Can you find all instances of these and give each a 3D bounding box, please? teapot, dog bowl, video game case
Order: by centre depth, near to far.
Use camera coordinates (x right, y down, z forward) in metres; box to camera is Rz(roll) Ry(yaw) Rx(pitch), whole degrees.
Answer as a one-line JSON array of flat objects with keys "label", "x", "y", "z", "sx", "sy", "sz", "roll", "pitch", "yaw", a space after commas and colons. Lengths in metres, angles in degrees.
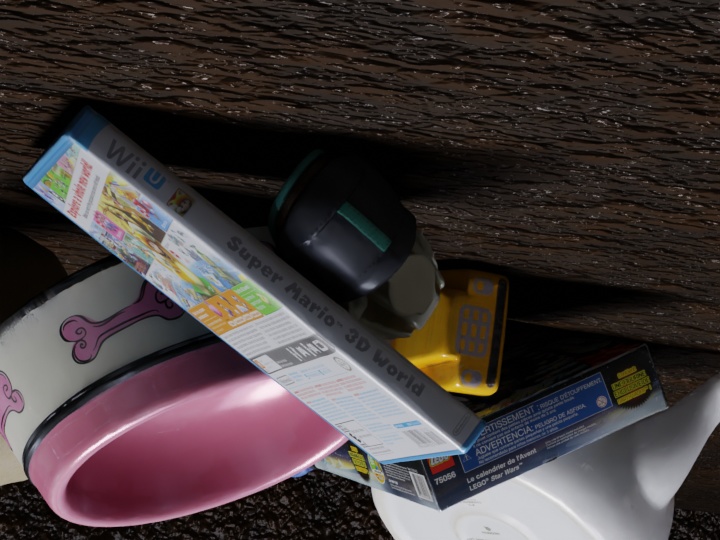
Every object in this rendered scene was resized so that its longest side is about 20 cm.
[{"label": "video game case", "x": -0.047, "y": 0.010, "z": 1.189, "sx": 0.200, "sy": 0.018, "sz": 0.143, "roll": 38, "pitch": 168, "yaw": -7}, {"label": "dog bowl", "x": -0.079, "y": 0.054, "z": 1.375, "sx": 0.200, "sy": 0.074, "sz": 0.200, "roll": -19, "pitch": 159, "yaw": -8}, {"label": "teapot", "x": 0.109, "y": 0.110, "z": 1.774, "sx": 0.200, "sy": 0.146, "sz": 0.197, "roll": 26, "pitch": 148, "yaw": 5}]

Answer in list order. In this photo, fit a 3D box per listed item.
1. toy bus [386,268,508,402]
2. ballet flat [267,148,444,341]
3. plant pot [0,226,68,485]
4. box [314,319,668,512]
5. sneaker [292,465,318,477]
[{"label": "toy bus", "x": -0.005, "y": 0.031, "z": 1.522, "sx": 0.078, "sy": 0.065, "sz": 0.200, "roll": 13, "pitch": 171, "yaw": -31}, {"label": "ballet flat", "x": 0.000, "y": 0.000, "z": 1.215, "sx": 0.073, "sy": 0.073, "sz": 0.200, "roll": 6, "pitch": 171, "yaw": 2}, {"label": "plant pot", "x": -0.246, "y": 0.047, "z": 1.454, "sx": 0.183, "sy": 0.201, "sz": 0.200, "roll": -1, "pitch": 180, "yaw": -44}, {"label": "box", "x": 0.060, "y": 0.074, "z": 1.558, "sx": 0.137, "sy": 0.040, "sz": 0.200, "roll": -23, "pitch": -170, "yaw": -17}, {"label": "sneaker", "x": -0.040, "y": 0.116, "z": 2.169, "sx": 0.075, "sy": 0.079, "sz": 0.200, "roll": 1, "pitch": 171, "yaw": 42}]
